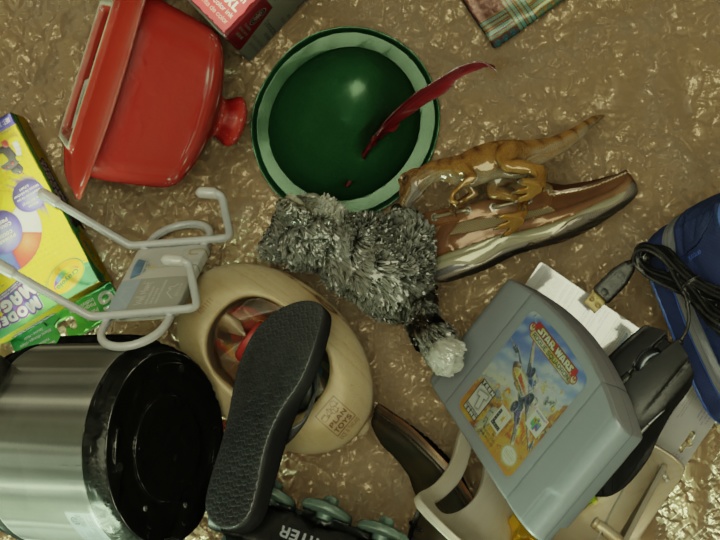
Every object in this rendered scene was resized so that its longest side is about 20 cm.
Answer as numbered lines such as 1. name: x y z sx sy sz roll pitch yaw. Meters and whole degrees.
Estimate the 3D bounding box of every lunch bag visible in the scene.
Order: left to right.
1. lunch bag: 0.333 0.032 1.329 0.135 0.132 0.202 -14 79 -28

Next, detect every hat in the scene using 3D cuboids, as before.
1. hat: -0.012 -0.141 1.358 0.166 0.176 0.200 44 93 4

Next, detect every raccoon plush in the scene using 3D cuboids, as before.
1. raccoon plush: 0.000 0.000 1.345 0.133 0.200 0.098 7 114 -30

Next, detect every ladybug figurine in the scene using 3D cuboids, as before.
1. ladybug figurine: -0.070 0.078 1.411 0.200 0.072 0.136 42 94 6

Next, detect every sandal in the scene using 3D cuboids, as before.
1. sandal: -0.075 0.120 1.349 0.076 0.043 0.202 17 83 42

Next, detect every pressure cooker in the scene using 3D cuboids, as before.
1. pressure cooker: -0.238 0.146 1.363 0.198 0.178 0.178 -3 96 32

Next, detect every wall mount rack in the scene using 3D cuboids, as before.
1. wall mount rack: -0.205 -0.014 1.368 0.172 0.201 0.075 -4 121 14

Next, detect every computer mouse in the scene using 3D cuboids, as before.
1. computer mouse: 0.206 0.071 1.293 0.201 0.046 0.141 -55 45 15

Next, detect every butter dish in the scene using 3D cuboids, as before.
1. butter dish: -0.168 -0.148 1.388 0.146 0.200 0.202 18 95 -17

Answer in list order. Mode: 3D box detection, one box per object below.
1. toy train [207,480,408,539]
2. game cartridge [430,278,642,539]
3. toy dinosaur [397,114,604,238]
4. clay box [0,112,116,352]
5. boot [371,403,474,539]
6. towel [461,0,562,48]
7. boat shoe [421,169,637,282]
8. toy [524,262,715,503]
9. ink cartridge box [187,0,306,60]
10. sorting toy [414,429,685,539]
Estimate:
1. toy train: -0.033 0.241 1.366 0.198 0.114 0.086 16 71 19
2. game cartridge: 0.140 0.101 1.295 0.134 0.041 0.200 -56 39 19
3. toy dinosaur: 0.129 -0.091 1.351 0.198 0.061 0.107 -15 48 -5
4. clay box: -0.309 -0.025 1.452 0.114 0.048 0.201 -30 85 4
5. boot: 0.059 0.213 1.393 0.097 0.075 0.200 -44 86 0
6. towel: 0.159 -0.313 1.424 0.199 0.022 0.147 -35 85 4
7. boat shoe: 0.140 -0.053 1.394 0.198 0.076 0.073 -20 83 2
8. toy: 0.205 0.095 1.393 0.199 0.047 0.116 34 94 -1
9. ink cartridge box: -0.064 -0.289 1.384 0.083 0.146 0.200 44 93 4
10. sorting toy: 0.141 0.202 1.326 0.179 0.107 0.200 34 48 7
